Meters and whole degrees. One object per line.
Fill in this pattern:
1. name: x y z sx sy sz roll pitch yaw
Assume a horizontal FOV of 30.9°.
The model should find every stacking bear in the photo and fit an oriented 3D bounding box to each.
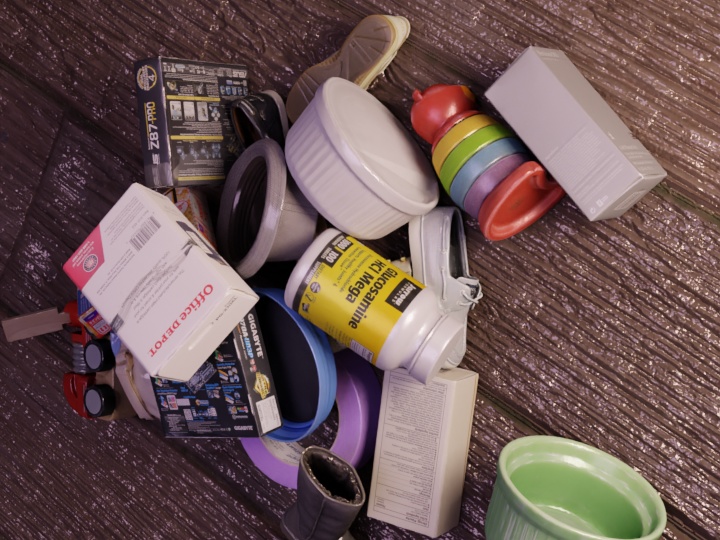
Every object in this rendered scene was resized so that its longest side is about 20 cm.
1. stacking bear: 0.135 -0.144 1.557 0.114 0.121 0.200 -45 63 18

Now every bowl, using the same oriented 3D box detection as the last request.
1. bowl: -0.106 0.116 1.649 0.200 0.039 0.202 20 119 41

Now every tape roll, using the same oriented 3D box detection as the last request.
1. tape roll: -0.069 0.184 1.726 0.199 0.066 0.201 3 96 29

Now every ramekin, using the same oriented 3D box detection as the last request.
1. ramekin: -0.004 -0.127 1.578 0.094 0.202 0.203 -41 75 23
2. ramekin: 0.238 0.285 1.487 0.199 0.200 0.098 29 115 25

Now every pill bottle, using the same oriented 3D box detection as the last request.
1. pill bottle: 0.018 0.046 1.545 0.199 0.112 0.113 33 110 11

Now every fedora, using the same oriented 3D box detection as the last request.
1. fedora: -0.106 -0.070 1.628 0.200 0.090 0.178 159 120 -64

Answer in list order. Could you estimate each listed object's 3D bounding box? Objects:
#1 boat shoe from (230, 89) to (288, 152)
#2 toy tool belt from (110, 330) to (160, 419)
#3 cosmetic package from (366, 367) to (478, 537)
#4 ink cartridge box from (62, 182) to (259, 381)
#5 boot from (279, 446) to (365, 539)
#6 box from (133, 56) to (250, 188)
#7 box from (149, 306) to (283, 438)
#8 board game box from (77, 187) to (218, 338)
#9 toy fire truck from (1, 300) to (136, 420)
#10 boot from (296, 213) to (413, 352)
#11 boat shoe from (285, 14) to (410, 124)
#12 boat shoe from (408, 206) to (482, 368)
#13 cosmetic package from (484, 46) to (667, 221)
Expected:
1. boat shoe: -0.124 -0.133 1.717 0.072 0.067 0.201 -3 103 43
2. toy tool belt: -0.295 0.111 1.812 0.123 0.125 0.201 -1 113 59
3. cosmetic package: 0.078 0.220 1.639 0.103 0.073 0.201 13 101 29
4. ink cartridge box: -0.243 0.016 1.588 0.145 0.084 0.200 -48 65 8
5. boot: -0.021 0.320 1.646 0.181 0.073 0.200 35 141 6
6. box: -0.209 -0.190 1.693 0.049 0.200 0.162 -6 93 28
7. box: -0.197 0.134 1.682 0.199 0.046 0.160 -7 99 44
8. board game box: -0.287 -0.020 1.728 0.200 0.046 0.152 -35 33 10
9. toy fire truck: -0.412 0.119 1.896 0.199 0.128 0.177 6 99 41
10. boot: 0.000 0.000 1.662 0.154 0.072 0.201 -16 63 16
11. boat shoe: -0.016 -0.252 1.665 0.073 0.063 0.201 52 123 10
12. boat shoe: 0.110 0.019 1.603 0.071 0.070 0.202 -10 89 32
13. cosmetic package: 0.245 -0.157 1.489 0.090 0.107 0.200 -42 76 26
